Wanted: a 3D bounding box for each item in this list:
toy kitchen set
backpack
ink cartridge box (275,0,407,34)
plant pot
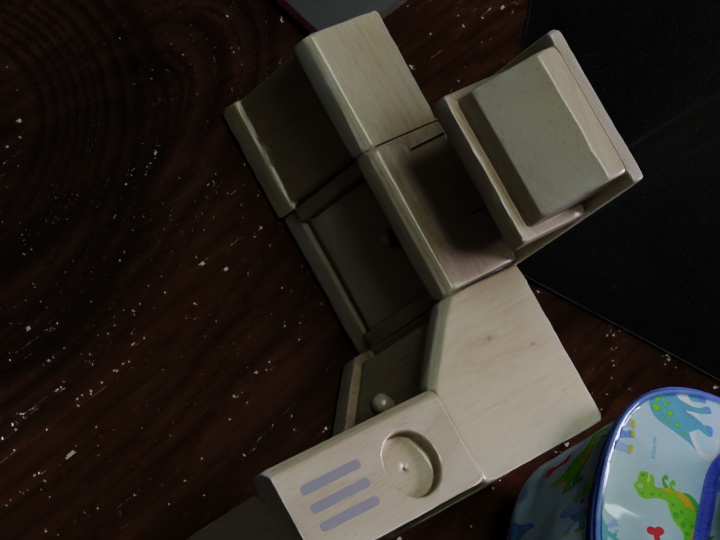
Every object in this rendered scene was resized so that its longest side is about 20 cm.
[{"bbox_3d":[0.000,0.000,1.199,0.180,0.163,0.201,-24,82,-41],"label":"toy kitchen set"},{"bbox_3d":[0.167,0.146,1.259,0.199,0.147,0.184,27,52,-20],"label":"backpack"},{"bbox_3d":[-0.001,-0.223,1.365,0.145,0.083,0.200,42,49,-11],"label":"ink cartridge box"},{"bbox_3d":[0.202,-0.081,1.381,0.199,0.177,0.201,28,53,-23],"label":"plant pot"}]
